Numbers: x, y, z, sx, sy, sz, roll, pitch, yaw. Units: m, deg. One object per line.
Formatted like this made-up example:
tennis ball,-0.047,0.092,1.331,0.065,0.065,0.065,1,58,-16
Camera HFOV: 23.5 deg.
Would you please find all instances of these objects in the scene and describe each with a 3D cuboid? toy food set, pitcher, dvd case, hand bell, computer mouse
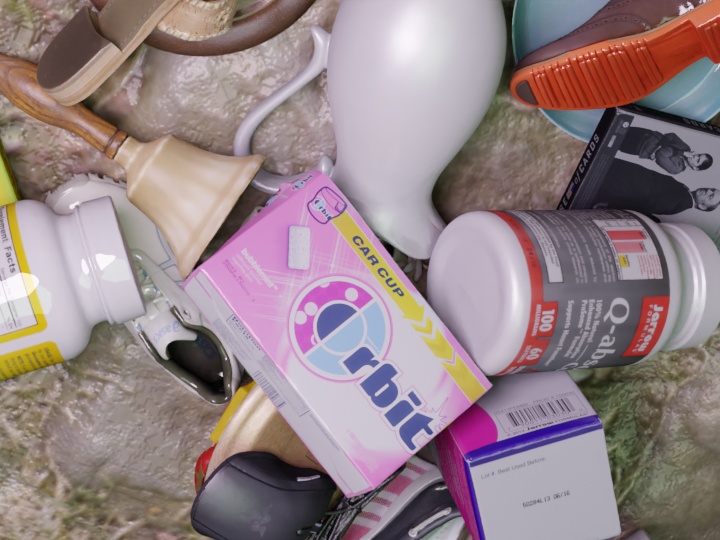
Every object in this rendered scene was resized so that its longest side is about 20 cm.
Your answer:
toy food set,-0.043,0.119,1.288,0.200,0.049,0.198,18,105,-56
pitcher,0.006,-0.126,1.216,0.171,0.121,0.200,14,120,-2
dvd case,0.251,-0.042,1.331,0.199,0.025,0.151,12,121,-20
hand bell,-0.176,-0.090,1.201,0.200,0.104,0.104,33,102,-4
computer mouse,-0.030,0.156,1.249,0.141,0.046,0.200,-53,148,1

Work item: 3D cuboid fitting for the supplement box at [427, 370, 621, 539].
supplement box,0.109,0.120,1.286,0.101,0.200,0.104,-16,116,-5

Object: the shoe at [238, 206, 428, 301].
shoe,0.000,0.000,1.282,0.199,0.070,0.054,14,112,-18

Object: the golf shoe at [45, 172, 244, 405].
golf shoe,-0.146,0.015,1.241,0.078,0.097,0.200,-39,113,7

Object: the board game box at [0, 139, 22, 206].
board game box,-0.287,-0.036,1.213,0.101,0.048,0.200,-18,115,-6

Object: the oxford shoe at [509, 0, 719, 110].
oxford shoe,0.199,-0.173,1.240,0.199,0.073,0.071,-18,149,10

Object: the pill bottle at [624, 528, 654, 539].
pill bottle,0.181,0.307,1.429,0.200,0.112,0.112,-40,115,5

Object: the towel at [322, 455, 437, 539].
towel,0.024,0.248,1.413,0.146,0.030,0.200,25,104,-22

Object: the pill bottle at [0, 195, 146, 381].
pill bottle,-0.250,0.019,1.155,0.199,0.112,0.113,-17,115,-6

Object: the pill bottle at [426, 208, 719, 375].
pill bottle,0.158,0.013,1.245,0.200,0.116,0.116,-2,114,-31

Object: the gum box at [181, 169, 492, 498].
gum box,-0.020,0.041,1.186,0.113,0.066,0.200,-39,91,-21

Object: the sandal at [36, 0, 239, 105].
sandal,-0.118,-0.177,1.153,0.212,0.078,0.070,-40,135,12

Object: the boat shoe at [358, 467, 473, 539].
boat shoe,0.022,0.244,1.361,0.076,0.060,0.200,26,107,-29

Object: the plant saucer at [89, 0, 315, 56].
plant saucer,-0.104,-0.239,1.179,0.200,0.037,0.201,-4,112,-11

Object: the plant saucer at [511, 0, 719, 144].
plant saucer,0.204,-0.188,1.276,0.200,0.027,0.201,-5,112,-12
